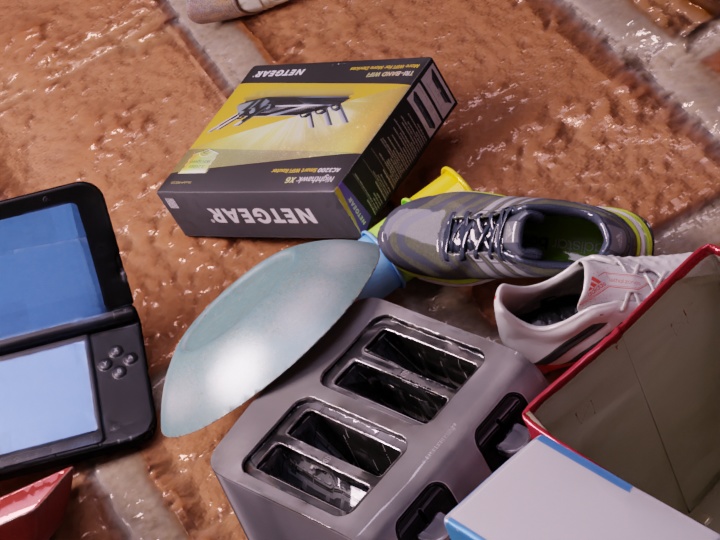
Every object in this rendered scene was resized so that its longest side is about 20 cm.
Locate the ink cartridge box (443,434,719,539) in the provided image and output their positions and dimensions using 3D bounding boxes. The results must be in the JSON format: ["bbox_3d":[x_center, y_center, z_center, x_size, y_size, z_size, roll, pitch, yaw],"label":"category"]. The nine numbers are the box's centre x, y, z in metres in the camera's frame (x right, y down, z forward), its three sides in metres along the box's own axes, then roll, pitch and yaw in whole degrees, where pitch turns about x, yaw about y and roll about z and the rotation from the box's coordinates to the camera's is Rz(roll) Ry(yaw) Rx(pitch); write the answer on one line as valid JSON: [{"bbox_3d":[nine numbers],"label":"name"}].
[{"bbox_3d":[0.146,0.210,1.272,0.086,0.200,0.146,-41,42,-20],"label":"ink cartridge box"}]

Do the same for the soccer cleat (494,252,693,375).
[{"bbox_3d":[0.187,0.019,1.542,0.200,0.085,0.069,-13,53,17],"label":"soccer cleat"}]

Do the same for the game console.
[{"bbox_3d":[-0.268,0.053,1.683,0.200,0.116,0.176,-14,52,1],"label":"game console"}]

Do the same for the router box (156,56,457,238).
[{"bbox_3d":[-0.044,-0.098,1.799,0.200,0.052,0.157,1,45,42],"label":"router box"}]

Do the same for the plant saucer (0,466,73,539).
[{"bbox_3d":[-0.295,0.204,1.567,0.200,0.037,0.200,-23,3,1],"label":"plant saucer"}]

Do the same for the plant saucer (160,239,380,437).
[{"bbox_3d":[-0.075,0.035,1.580,0.201,0.039,0.201,-39,14,11],"label":"plant saucer"}]

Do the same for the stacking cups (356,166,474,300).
[{"bbox_3d":[0.000,0.000,1.690,0.200,0.061,0.061,-34,40,-8],"label":"stacking cups"}]

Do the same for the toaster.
[{"bbox_3d":[0.020,0.128,1.490,0.200,0.119,0.181,21,57,41],"label":"toaster"}]

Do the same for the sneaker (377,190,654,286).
[{"bbox_3d":[0.105,-0.027,1.614,0.200,0.081,0.074,0,82,18],"label":"sneaker"}]

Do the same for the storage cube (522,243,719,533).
[{"bbox_3d":[0.232,0.126,1.335,0.171,0.180,0.200,-41,43,-18],"label":"storage cube"}]

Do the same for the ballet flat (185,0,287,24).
[{"bbox_3d":[-0.066,-0.279,2.025,0.200,0.068,0.067,-40,49,-14],"label":"ballet flat"}]
